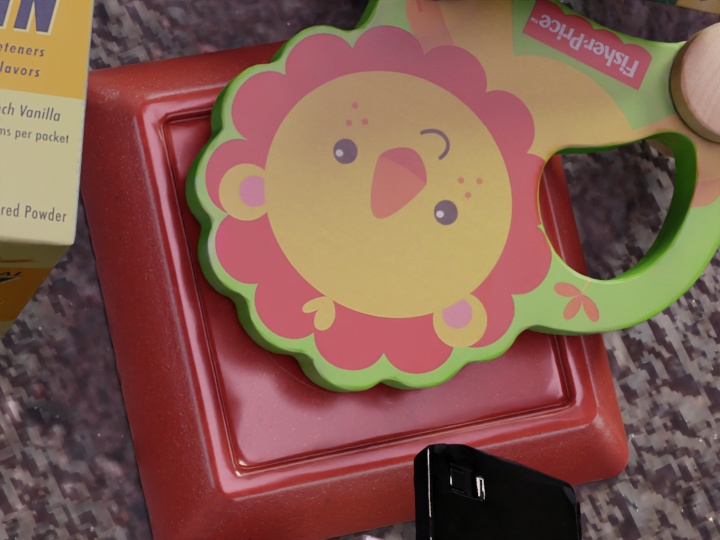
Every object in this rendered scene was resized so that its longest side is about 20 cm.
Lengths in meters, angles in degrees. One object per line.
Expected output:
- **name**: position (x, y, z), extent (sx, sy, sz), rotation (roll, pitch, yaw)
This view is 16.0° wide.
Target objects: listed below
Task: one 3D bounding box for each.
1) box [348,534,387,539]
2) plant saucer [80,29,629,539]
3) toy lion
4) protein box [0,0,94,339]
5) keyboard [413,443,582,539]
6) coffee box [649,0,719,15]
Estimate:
- **box**: position (-0.006, 0.203, 0.925), extent (0.060, 0.117, 0.201), rotation (15, 77, -12)
- **plant saucer**: position (0.000, 0.000, 1.007), extent (0.199, 0.037, 0.200), rotation (-10, 83, -17)
- **toy lion**: position (0.042, -0.036, 0.978), extent (0.200, 0.069, 0.192), rotation (25, 82, -10)
- **protein box**: position (-0.171, -0.092, 0.891), extent (0.135, 0.200, 0.199), rotation (6, 78, -13)
- **keyboard**: position (0.033, 0.151, 0.853), extent (0.104, 0.040, 0.200), rotation (24, 48, -32)
- **coffee box**: position (0.068, -0.180, 0.982), extent (0.123, 0.044, 0.200), rotation (9, 38, -31)
